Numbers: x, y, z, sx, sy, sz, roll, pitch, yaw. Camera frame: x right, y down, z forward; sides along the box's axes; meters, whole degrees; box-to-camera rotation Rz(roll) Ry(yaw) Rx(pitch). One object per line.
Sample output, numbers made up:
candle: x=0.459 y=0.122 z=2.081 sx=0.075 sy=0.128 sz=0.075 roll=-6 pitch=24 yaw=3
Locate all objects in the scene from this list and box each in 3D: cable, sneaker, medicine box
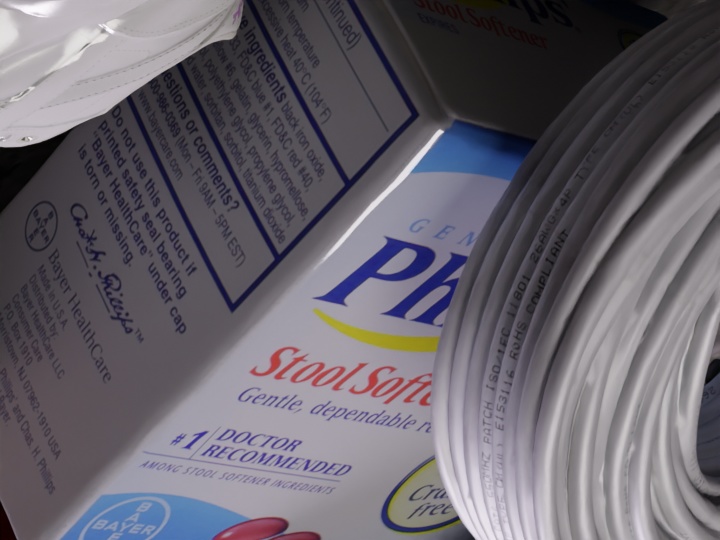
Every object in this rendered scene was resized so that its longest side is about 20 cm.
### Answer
cable: x=0.108 y=0.014 z=0.776 sx=0.199 sy=0.069 sz=0.201 roll=20 pitch=99 yaw=-47
sneaker: x=-0.118 y=-0.051 z=0.715 sx=0.199 sy=0.075 sz=0.100 roll=-21 pitch=154 yaw=-1
medicine box: x=0.000 y=0.000 z=0.843 sx=0.182 sy=0.103 sz=0.200 roll=12 pitch=131 yaw=-47

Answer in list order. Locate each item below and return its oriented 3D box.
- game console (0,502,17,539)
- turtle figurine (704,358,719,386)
game console: x=-0.049 y=0.131 z=0.962 sx=0.172 sy=0.200 sz=0.119 roll=33 pitch=110 yaw=-17
turtle figurine: x=0.116 y=0.071 z=0.936 sx=0.100 sy=0.201 sz=0.150 roll=-30 pitch=152 yaw=-1
